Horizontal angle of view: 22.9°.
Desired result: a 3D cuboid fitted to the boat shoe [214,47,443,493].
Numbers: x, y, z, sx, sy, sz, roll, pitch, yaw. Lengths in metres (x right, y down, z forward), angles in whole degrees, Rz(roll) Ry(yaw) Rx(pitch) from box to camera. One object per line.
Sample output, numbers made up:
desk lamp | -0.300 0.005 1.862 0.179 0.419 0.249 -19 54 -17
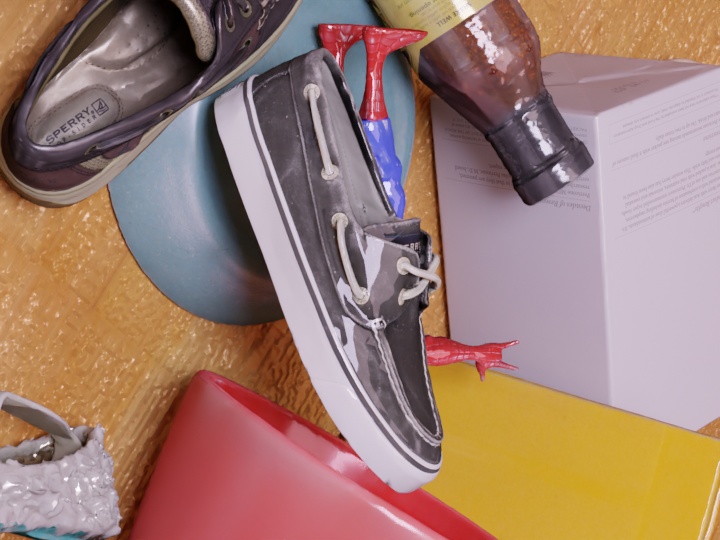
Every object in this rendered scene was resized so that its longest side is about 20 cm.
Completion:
boat shoe | 0.000 0.000 0.795 0.202 0.063 0.071 66 19 0

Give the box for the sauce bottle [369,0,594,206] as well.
sauce bottle | 0.044 -0.125 0.867 0.066 0.066 0.201 -33 94 -34

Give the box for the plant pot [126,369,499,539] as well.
plant pot | -0.037 0.171 0.828 0.200 0.200 0.178 33 88 -43

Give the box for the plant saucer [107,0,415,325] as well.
plant saucer | -0.036 -0.069 0.874 0.199 0.036 0.202 -11 106 -42

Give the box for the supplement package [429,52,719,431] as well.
supplement package | 0.125 -0.007 0.984 0.121 0.119 0.202 -21 113 -41

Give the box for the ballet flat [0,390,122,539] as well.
ballet flat | -0.168 0.081 0.743 0.200 0.071 0.073 22 83 -64

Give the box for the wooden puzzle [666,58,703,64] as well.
wooden puzzle | 0.234 -0.022 1.145 0.184 0.037 0.202 9 93 -45

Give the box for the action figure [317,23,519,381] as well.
action figure | 0.025 -0.017 0.872 0.098 0.065 0.202 -2 101 -34

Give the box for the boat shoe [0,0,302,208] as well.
boat shoe | -0.078 -0.108 0.777 0.073 0.065 0.200 41 75 -8

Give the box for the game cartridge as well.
game cartridge | 0.074 0.146 0.919 0.032 0.198 0.178 25 82 -66
